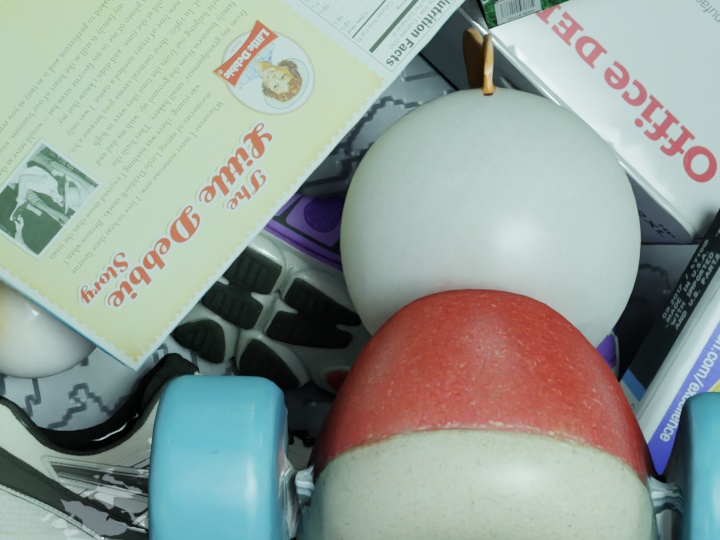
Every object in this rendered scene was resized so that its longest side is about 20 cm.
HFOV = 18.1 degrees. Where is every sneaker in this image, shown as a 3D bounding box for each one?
[{"bbox_3d":[-0.043,0.071,0.789,0.199,0.076,0.088,-5,92,-16],"label":"sneaker"},{"bbox_3d":[0.000,0.000,0.815,0.199,0.081,0.084,23,55,-10],"label":"sneaker"}]

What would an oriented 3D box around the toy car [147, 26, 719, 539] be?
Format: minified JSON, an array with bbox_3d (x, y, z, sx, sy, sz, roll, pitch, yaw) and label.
[{"bbox_3d":[0.040,0.022,0.711,0.184,0.177,0.201,2,62,4],"label":"toy car"}]

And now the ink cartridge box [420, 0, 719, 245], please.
[{"bbox_3d":[0.122,-0.129,0.831,0.145,0.084,0.200,42,79,-12],"label":"ink cartridge box"}]

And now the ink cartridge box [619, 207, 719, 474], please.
[{"bbox_3d":[0.165,0.104,0.800,0.200,0.043,0.199,27,100,-15],"label":"ink cartridge box"}]

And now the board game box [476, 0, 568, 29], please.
[{"bbox_3d":[0.058,-0.186,0.774,0.104,0.023,0.201,-18,67,-1],"label":"board game box"}]

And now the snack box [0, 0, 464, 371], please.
[{"bbox_3d":[-0.055,-0.075,0.706,0.116,0.037,0.200,37,108,-18],"label":"snack box"}]

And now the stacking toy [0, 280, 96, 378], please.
[{"bbox_3d":[-0.175,0.013,0.743,0.199,0.146,0.147,7,88,-33],"label":"stacking toy"}]
